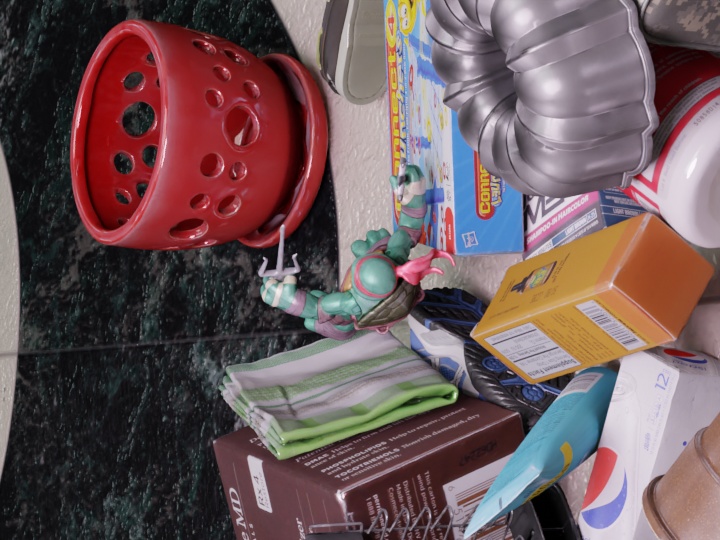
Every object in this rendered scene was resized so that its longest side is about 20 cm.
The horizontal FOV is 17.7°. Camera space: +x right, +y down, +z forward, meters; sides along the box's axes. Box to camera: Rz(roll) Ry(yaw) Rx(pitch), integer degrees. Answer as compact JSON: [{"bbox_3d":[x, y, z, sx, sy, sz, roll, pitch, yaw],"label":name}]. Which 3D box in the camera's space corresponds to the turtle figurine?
[{"bbox_3d":[0.000,0.000,1.733,0.101,0.149,0.200,58,174,7],"label":"turtle figurine"}]

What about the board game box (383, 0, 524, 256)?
[{"bbox_3d":[0.070,-0.119,1.773,0.196,0.055,0.202,-160,66,-76],"label":"board game box"}]

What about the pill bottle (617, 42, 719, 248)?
[{"bbox_3d":[0.197,-0.110,1.581,0.200,0.112,0.113,42,119,39],"label":"pill bottle"}]

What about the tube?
[{"bbox_3d":[0.133,0.123,1.596,0.050,0.200,0.078,44,121,7],"label":"tube"}]

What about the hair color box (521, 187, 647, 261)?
[{"bbox_3d":[0.156,-0.095,1.719,0.100,0.060,0.202,-38,53,47],"label":"hair color box"}]

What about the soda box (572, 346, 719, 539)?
[{"bbox_3d":[0.200,0.155,1.597,0.063,0.068,0.202,31,111,55],"label":"soda box"}]

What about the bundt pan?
[{"bbox_3d":[0.107,-0.135,1.506,0.202,0.075,0.203,52,155,36],"label":"bundt pan"}]

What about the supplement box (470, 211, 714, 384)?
[{"bbox_3d":[0.157,0.022,1.601,0.067,0.069,0.200,-58,17,-23],"label":"supplement box"}]

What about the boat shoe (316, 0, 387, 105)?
[{"bbox_3d":[0.006,-0.246,1.968,0.061,0.071,0.203,38,118,49],"label":"boat shoe"}]

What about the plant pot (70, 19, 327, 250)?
[{"bbox_3d":[-0.143,-0.113,2.073,0.200,0.181,0.202,-15,72,54],"label":"plant pot"}]

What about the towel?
[{"bbox_3d":[-0.020,0.087,1.759,0.200,0.148,0.031,-148,40,-72],"label":"towel"}]

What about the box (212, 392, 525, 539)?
[{"bbox_3d":[0.019,0.191,1.736,0.199,0.163,0.167,13,121,58],"label":"box"}]

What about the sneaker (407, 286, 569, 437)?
[{"bbox_3d":[0.100,0.085,1.777,0.200,0.075,0.078,-135,41,-54],"label":"sneaker"}]

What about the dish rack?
[{"bbox_3d":[0.060,0.220,1.566,0.055,0.198,0.154,113,148,-45],"label":"dish rack"}]

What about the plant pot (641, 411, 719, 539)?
[{"bbox_3d":[0.299,0.103,1.355,0.199,0.199,0.200,-61,38,18],"label":"plant pot"}]

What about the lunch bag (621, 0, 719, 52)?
[{"bbox_3d":[0.224,-0.237,1.516,0.168,0.199,0.140,52,129,40],"label":"lunch bag"}]
